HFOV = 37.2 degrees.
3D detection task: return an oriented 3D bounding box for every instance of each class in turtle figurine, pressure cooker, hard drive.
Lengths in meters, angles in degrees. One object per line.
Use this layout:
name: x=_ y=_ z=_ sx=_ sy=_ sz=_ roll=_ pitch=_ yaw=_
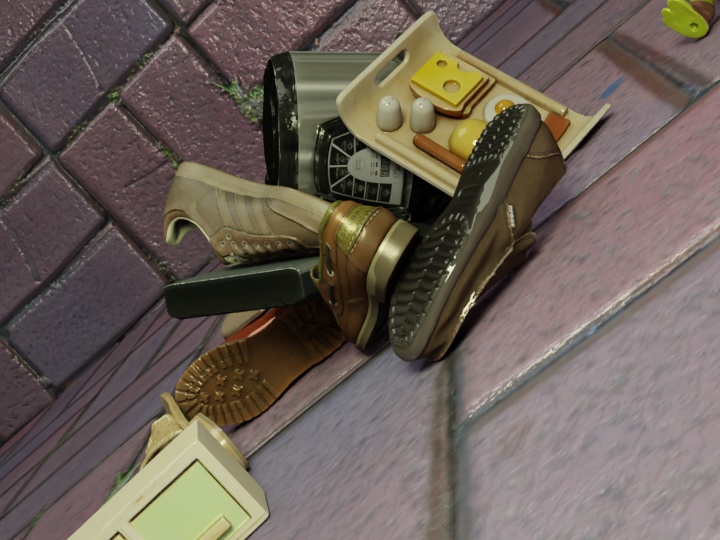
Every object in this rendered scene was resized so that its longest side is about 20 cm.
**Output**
turtle figurine: x=0.318 y=-0.273 z=0.941 sx=0.199 sy=0.064 sz=0.162 roll=-17 pitch=33 yaw=49
pressure cooker: x=0.005 y=-0.134 z=1.066 sx=0.198 sy=0.181 sz=0.176 roll=-1 pitch=-21 yaw=-11
hard drive: x=-0.060 y=0.003 z=0.952 sx=0.138 sy=0.033 sz=0.200 roll=-7 pitch=7 yaw=29

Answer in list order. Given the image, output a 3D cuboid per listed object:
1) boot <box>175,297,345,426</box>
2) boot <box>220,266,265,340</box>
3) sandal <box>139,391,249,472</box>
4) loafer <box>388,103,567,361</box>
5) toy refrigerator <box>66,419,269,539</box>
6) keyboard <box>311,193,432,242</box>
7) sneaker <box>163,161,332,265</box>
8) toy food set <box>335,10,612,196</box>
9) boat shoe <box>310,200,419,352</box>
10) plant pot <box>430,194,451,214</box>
boot: x=-0.086 y=0.077 z=1.034 sx=0.199 sy=0.075 sz=0.107 roll=-32 pitch=8 yaw=8
boot: x=-0.164 y=-0.015 z=1.491 sx=0.200 sy=0.146 sz=0.070 roll=-40 pitch=11 yaw=13
sandal: x=-0.164 y=0.162 z=0.938 sx=0.070 sy=0.078 sz=0.211 roll=-41 pitch=14 yaw=-18
loafer: x=0.090 y=-0.018 z=0.748 sx=0.201 sy=0.071 sz=0.073 roll=-60 pitch=21 yaw=-7
toy refrigerator: x=-0.163 y=0.206 z=0.746 sx=0.200 sy=0.076 sz=0.070 roll=-42 pitch=10 yaw=-4
keyboard: x=-0.015 y=-0.046 z=1.011 sx=0.127 sy=0.198 sz=0.021 roll=-22 pitch=66 yaw=59
sneaker: x=-0.084 y=-0.034 z=0.910 sx=0.070 sy=0.199 sz=0.076 roll=27 pitch=-98 yaw=-58
toy food set: x=0.098 y=-0.143 z=0.939 sx=0.144 sy=0.199 sz=0.061 roll=-47 pitch=-23 yaw=-24
boat shoe: x=0.000 y=0.000 z=0.830 sx=0.072 sy=0.068 sz=0.200 roll=-57 pitch=-9 yaw=-24
plant pot: x=0.107 y=-0.117 z=1.216 sx=0.200 sy=0.028 sz=0.200 roll=-42 pitch=10 yaw=9
